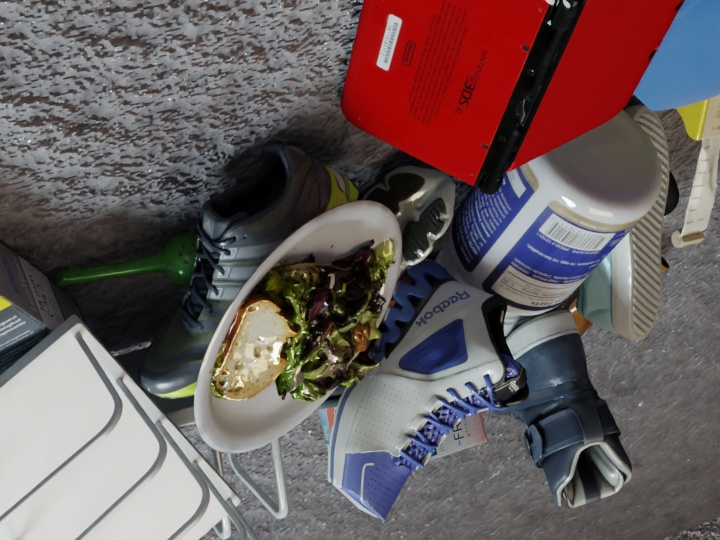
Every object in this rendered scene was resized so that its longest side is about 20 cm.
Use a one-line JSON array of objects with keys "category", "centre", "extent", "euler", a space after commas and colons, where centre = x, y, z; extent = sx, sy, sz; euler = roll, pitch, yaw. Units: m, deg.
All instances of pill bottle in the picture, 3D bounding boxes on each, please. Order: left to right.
[{"category": "pill bottle", "centre": [0.137, -0.037, 1.048], "extent": [0.115, 0.116, 0.200], "euler": [-10, 153, -31]}]

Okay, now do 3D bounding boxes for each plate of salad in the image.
[{"category": "plate of salad", "centre": [-0.032, 0.045, 0.905], "extent": [0.200, 0.048, 0.201], "euler": [-39, 148, -30]}]

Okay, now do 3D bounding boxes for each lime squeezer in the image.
[{"category": "lime squeezer", "centre": [-0.118, 0.002, 0.975], "extent": [0.199, 0.038, 0.071], "euler": [1, 146, -48]}]

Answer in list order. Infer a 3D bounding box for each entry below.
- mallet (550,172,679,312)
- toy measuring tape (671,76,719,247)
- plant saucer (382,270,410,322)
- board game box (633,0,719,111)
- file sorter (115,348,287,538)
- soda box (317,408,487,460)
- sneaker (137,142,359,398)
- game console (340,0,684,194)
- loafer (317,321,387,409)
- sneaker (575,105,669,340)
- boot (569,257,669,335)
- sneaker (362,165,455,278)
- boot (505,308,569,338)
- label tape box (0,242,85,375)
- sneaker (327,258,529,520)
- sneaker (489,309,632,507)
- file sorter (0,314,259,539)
[{"category": "mallet", "centre": [0.214, -0.010, 1.194], "extent": [0.201, 0.041, 0.066], "euler": [-56, 151, 9]}, {"category": "toy measuring tape", "centre": [0.242, -0.119, 0.988], "extent": [0.073, 0.074, 0.202], "euler": [-12, 123, -27]}, {"category": "plant saucer", "centre": [0.034, 0.050, 1.234], "extent": [0.199, 0.033, 0.201], "euler": [-21, 155, -10]}, {"category": "board game box", "centre": [0.217, -0.191, 0.870], "extent": [0.158, 0.039, 0.199], "euler": [-36, 140, 23]}, {"category": "file sorter", "centre": [-0.169, 0.144, 1.026], "extent": [0.198, 0.139, 0.126], "euler": [-15, 111, -22]}, {"category": "soda box", "centre": [0.030, 0.125, 1.170], "extent": [0.068, 0.064, 0.200], "euler": [-14, 180, -25]}, {"category": "sneaker", "centre": [-0.090, -0.004, 0.908], "extent": [0.201, 0.074, 0.081], "euler": [-53, 133, -6]}, {"category": "game console", "centre": [0.096, -0.151, 0.820], "extent": [0.119, 0.171, 0.200], "euler": [-60, 174, -30]}, {"category": "loafer", "centre": [0.008, 0.062, 1.091], "extent": [0.071, 0.064, 0.199], "euler": [4, -168, 38]}, {"category": "sneaker", "centre": [0.202, -0.041, 1.108], "extent": [0.074, 0.081, 0.202], "euler": [-24, 121, -46]}, {"category": "boot", "centre": [0.204, 0.045, 1.348], "extent": [0.200, 0.069, 0.188], "euler": [-39, 153, 28]}, {"category": "sneaker", "centre": [0.000, 0.000, 1.028], "extent": [0.200, 0.081, 0.083], "euler": [-39, 175, 15]}, {"category": "boot", "centre": [0.109, 0.082, 1.251], "extent": [0.137, 0.078, 0.200], "euler": [-11, 155, -39]}, {"category": "label tape box", "centre": [-0.277, 0.043, 0.869], "extent": [0.143, 0.064, 0.200], "euler": [-28, 156, 3]}, {"category": "sneaker", "centre": [0.060, 0.091, 1.001], "extent": [0.114, 0.201, 0.081], "euler": [14, 163, 31]}, {"category": "sneaker", "centre": [0.157, 0.133, 1.131], "extent": [0.076, 0.147, 0.203], "euler": [-19, 164, -12]}, {"category": "file sorter", "centre": [-0.164, 0.162, 0.867], "extent": [0.139, 0.124, 0.201], "euler": [-40, 125, -7]}]
